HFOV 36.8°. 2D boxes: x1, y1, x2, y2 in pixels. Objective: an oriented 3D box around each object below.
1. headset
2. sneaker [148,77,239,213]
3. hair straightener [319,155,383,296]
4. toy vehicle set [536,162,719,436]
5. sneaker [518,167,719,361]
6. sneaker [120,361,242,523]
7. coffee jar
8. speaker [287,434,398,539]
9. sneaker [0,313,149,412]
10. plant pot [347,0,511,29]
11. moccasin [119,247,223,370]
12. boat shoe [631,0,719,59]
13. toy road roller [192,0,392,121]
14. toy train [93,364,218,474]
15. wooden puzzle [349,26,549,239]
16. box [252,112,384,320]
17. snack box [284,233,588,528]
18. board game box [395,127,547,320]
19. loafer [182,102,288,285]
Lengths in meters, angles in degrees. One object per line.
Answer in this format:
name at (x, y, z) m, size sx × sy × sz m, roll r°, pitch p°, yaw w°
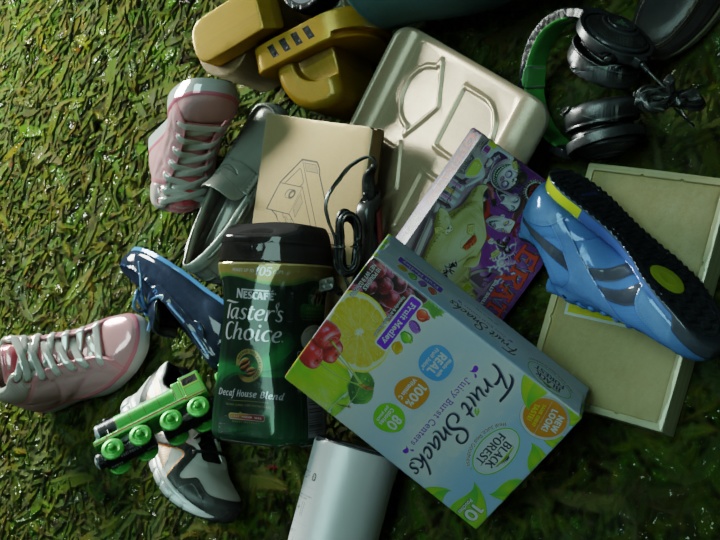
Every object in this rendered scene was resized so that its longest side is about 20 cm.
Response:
headset at (0.190, -0.147, 0.873) m, size 0.199 × 0.093 × 0.125 m, roll 24°, pitch 117°, yaw 54°
sneaker at (-0.177, -0.122, 1.151) m, size 0.200 × 0.075 × 0.106 m, roll 145°, pitch 124°, yaw -59°
hair straightener at (0.000, 0.000, 0.959) m, size 0.041 × 0.077 × 0.202 m, roll 10°, pitch 105°, yaw 38°
toy vehicle set at (0.215, 0.019, 0.864) m, size 0.123 × 0.026 × 0.202 m, roll 14°, pitch 84°, yaw 39°
sneaker at (0.195, 0.009, 0.831) m, size 0.200 × 0.066 × 0.079 m, roll 51°, pitch 127°, yaw 33°
sneaker at (-0.173, 0.169, 1.084) m, size 0.080 × 0.074 × 0.200 m, roll -52°, pitch 52°, yaw 10°
coffee jar at (-0.081, 0.057, 0.993) m, size 0.103 × 0.085 × 0.202 m, roll 0°, pitch 87°, yaw 30°
speaker at (-0.028, 0.251, 0.941) m, size 0.081 × 0.081 × 0.202 m, roll 9°, pitch 81°, yaw 39°
sneaker at (-0.332, 0.100, 1.199) m, size 0.199 × 0.104 × 0.076 m, roll -27°, pitch 59°, yaw 26°
plant pot at (0.073, -0.316, 0.983) m, size 0.187 × 0.199 × 0.202 m, roll -21°, pitch 64°, yaw 38°
moccasin at (-0.198, 0.037, 1.134) m, size 0.199 × 0.081 × 0.068 m, roll 28°, pitch 73°, yaw 41°
boat shoe at (0.277, -0.271, 0.879) m, size 0.074 × 0.073 × 0.201 m, roll 35°, pitch 98°, yaw 39°
toy road roller at (-0.060, -0.212, 1.093) m, size 0.199 × 0.122 × 0.148 m, roll -20°, pitch 75°, yaw 31°
toy train at (-0.170, 0.132, 1.054) m, size 0.199 × 0.042 × 0.057 m, roll -25°, pitch 53°, yaw -13°
wooden puzzle at (0.068, -0.103, 0.990) m, size 0.200 × 0.046 × 0.186 m, roll 40°, pitch 109°, yaw 41°
box at (-0.051, -0.045, 1.051) m, size 0.163 × 0.021 × 0.202 m, roll 16°, pitch 101°, yaw 46°
snack box at (0.058, 0.089, 0.859) m, size 0.199 × 0.053 × 0.143 m, roll 38°, pitch 120°, yaw 1°
board game box at (0.084, -0.005, 0.915) m, size 0.201 × 0.119 × 0.032 m, roll -56°, pitch 27°, yaw 10°
loafer at (-0.129, -0.084, 1.132) m, size 0.070 × 0.070 × 0.202 m, roll 15°, pitch 85°, yaw 39°
